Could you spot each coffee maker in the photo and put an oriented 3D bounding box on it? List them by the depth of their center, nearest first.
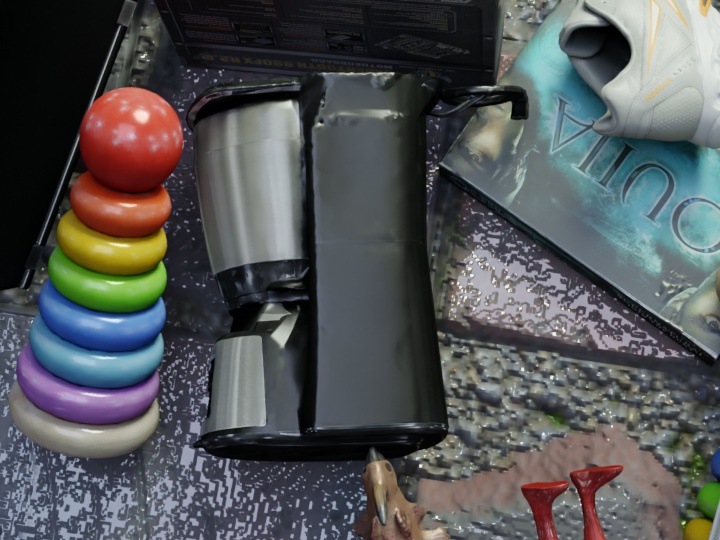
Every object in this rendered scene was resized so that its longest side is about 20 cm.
[{"bbox_3d":[0.000,0.000,1.001,0.190,0.135,0.202,-8,79,17],"label":"coffee maker"}]

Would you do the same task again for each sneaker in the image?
[{"bbox_3d":[0.153,-0.158,1.043,0.091,0.076,0.201,-2,55,-12],"label":"sneaker"}]

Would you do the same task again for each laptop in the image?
[{"bbox_3d":[-0.206,-0.094,0.984,0.200,0.115,0.189,39,110,49],"label":"laptop"}]

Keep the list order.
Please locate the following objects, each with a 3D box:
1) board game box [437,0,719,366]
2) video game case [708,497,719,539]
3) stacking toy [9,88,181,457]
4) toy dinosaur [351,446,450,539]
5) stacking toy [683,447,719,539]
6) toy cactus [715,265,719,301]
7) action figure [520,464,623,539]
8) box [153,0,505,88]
[{"bbox_3d":[0.163,-0.056,1.068,0.199,0.028,0.136,35,81,11],"label":"board game box"},{"bbox_3d":[0.283,0.142,0.963,0.198,0.022,0.184,14,94,-10],"label":"video game case"},{"bbox_3d":[-0.137,-0.002,0.993,0.085,0.085,0.202,18,116,9],"label":"stacking toy"},{"bbox_3d":[0.058,0.195,0.962,0.200,0.136,0.086,39,82,11],"label":"toy dinosaur"},{"bbox_3d":[0.213,0.142,0.999,0.085,0.085,0.201,26,87,10],"label":"stacking toy"},{"bbox_3d":[0.260,0.005,0.959,0.199,0.164,0.103,11,74,-35],"label":"toy cactus"},{"bbox_3d":[0.145,0.202,0.918,0.065,0.099,0.202,-10,89,-37],"label":"action figure"},{"bbox_3d":[-0.016,-0.158,1.040,0.198,0.158,0.049,6,77,6],"label":"box"}]
